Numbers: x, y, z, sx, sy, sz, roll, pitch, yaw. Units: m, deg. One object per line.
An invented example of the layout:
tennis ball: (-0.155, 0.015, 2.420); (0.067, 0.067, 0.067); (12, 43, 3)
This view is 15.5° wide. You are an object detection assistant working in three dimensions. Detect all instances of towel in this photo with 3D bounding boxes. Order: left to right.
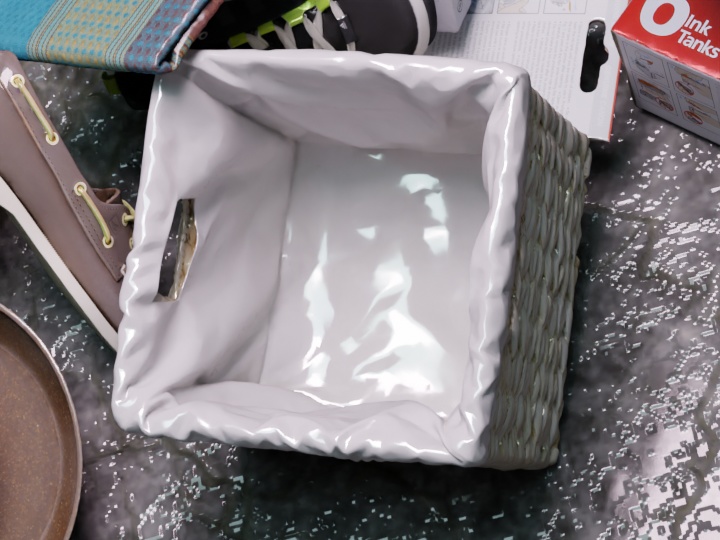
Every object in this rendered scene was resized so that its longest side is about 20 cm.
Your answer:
towel: (-0.116, -0.164, 1.387); (0.200, 0.022, 0.147); (13, 64, 53)

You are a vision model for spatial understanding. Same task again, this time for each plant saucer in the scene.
plant saucer: (-0.234, 0.105, 1.431); (0.200, 0.037, 0.200); (-1, 87, 19)

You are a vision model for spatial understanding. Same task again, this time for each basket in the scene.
basket: (0.000, 0.000, 1.344); (0.200, 0.161, 0.198); (5, 83, 19)

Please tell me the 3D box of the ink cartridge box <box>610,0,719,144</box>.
ink cartridge box: (0.266, -0.136, 1.397); (0.200, 0.084, 0.176); (27, 73, 27)

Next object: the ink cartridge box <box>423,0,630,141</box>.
ink cartridge box: (0.052, -0.109, 1.473); (0.200, 0.050, 0.109); (3, 64, 18)

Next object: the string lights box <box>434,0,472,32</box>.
string lights box: (0.051, -0.235, 1.471); (0.059, 0.103, 0.200); (5, 45, 21)

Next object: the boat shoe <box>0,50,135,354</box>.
boat shoe: (-0.154, -0.028, 1.424); (0.060, 0.200, 0.072); (-40, 21, -7)

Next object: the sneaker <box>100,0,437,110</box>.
sneaker: (-0.051, -0.115, 1.424); (0.200, 0.072, 0.083); (-9, 27, 35)
